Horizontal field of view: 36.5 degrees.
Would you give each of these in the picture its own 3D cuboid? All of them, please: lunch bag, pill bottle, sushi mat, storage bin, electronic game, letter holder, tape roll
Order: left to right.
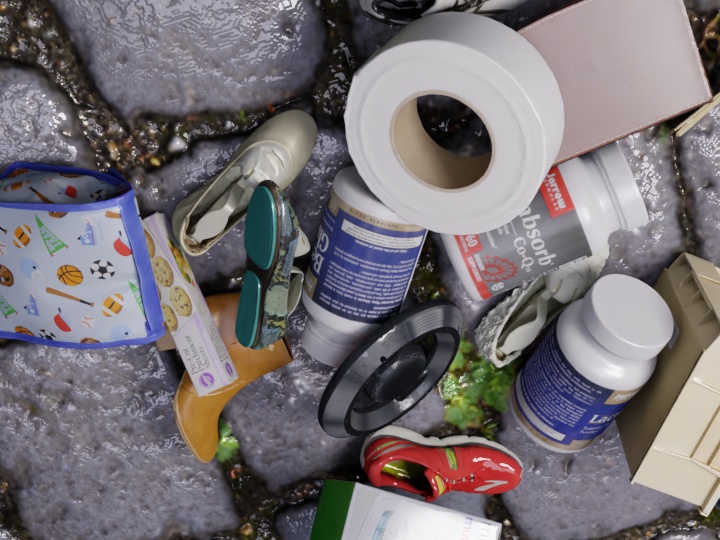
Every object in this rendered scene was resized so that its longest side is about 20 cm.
[{"bbox_3d":[-0.295,-0.015,1.125,0.199,0.124,0.171,7,120,28],"label":"lunch bag"},{"bbox_3d":[0.000,0.000,1.165,0.110,0.111,0.201,14,115,-7],"label":"pill bottle"},{"bbox_3d":[0.035,0.110,1.197,0.042,0.199,0.200,47,114,27],"label":"electronic game"},{"bbox_3d":[0.087,-0.136,1.029,0.201,0.071,0.204,15,129,19],"label":"tape roll"},{"bbox_3d":[0.187,-0.056,1.137,0.199,0.116,0.116,-23,114,10],"label":"pill bottle"},{"bbox_3d":[0.220,-0.204,1.075,0.199,0.101,0.143,-22,112,10],"label":"letter holder"},{"bbox_3d":[0.248,0.101,1.181,0.115,0.116,0.201,16,138,-8],"label":"pill bottle"},{"bbox_3d":[0.355,0.113,1.175,0.093,0.200,0.200,19,115,-5],"label":"storage bin"},{"bbox_3d":[0.390,-0.201,1.084,0.200,0.096,0.012,-42,86,18],"label":"sushi mat"}]

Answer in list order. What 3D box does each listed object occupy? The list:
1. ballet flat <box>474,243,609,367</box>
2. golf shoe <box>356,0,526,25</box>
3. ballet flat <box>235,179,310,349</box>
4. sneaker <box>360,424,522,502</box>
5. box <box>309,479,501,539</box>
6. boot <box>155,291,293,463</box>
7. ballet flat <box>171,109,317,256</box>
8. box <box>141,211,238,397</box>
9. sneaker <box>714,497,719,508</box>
[{"bbox_3d":[0.206,0.034,1.210,0.072,0.072,0.200,34,111,-16],"label":"ballet flat"},{"bbox_3d":[0.096,-0.268,1.045,0.198,0.095,0.078,-13,114,4],"label":"golf shoe"},{"bbox_3d":[-0.088,-0.009,1.143,0.074,0.074,0.201,10,123,-6],"label":"ballet flat"},{"bbox_3d":[0.097,0.245,1.300,0.198,0.085,0.078,7,117,-4],"label":"sneaker"},{"bbox_3d":[0.045,0.311,1.261,0.175,0.200,0.097,16,78,-8],"label":"box"},{"bbox_3d":[-0.144,0.122,1.246,0.143,0.071,0.202,-11,112,5],"label":"boot"},{"bbox_3d":[-0.122,-0.087,1.146,0.200,0.070,0.069,-41,110,17],"label":"ballet flat"},{"bbox_3d":[-0.193,0.035,1.180,0.041,0.039,0.201,-23,91,12],"label":"box"},{"bbox_3d":[0.422,0.246,1.266,0.085,0.075,0.199,-44,152,28],"label":"sneaker"}]
